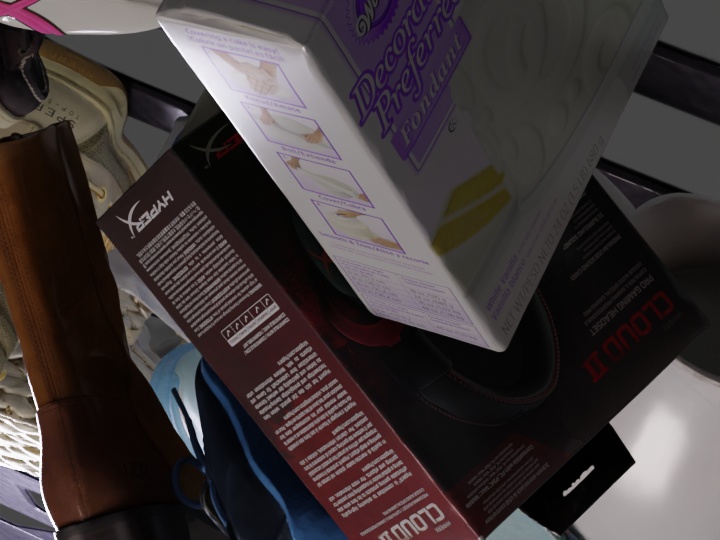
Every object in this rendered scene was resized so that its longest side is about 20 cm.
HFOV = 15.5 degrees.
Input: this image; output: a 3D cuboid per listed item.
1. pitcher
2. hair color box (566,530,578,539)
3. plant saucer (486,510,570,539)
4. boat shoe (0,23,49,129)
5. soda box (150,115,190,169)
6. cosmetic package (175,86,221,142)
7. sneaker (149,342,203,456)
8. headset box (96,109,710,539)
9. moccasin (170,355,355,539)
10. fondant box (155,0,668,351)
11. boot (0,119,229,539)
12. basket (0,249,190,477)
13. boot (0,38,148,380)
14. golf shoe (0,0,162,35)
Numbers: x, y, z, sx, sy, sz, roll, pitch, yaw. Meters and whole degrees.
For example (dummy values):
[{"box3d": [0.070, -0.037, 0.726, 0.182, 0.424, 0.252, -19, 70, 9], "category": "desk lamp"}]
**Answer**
[{"box3d": [0.118, 0.036, 1.128, 0.171, 0.121, 0.200, 35, 153, 12], "category": "pitcher"}, {"box3d": [0.181, 0.115, 1.265, 0.200, 0.099, 0.061, 30, 163, -8], "category": "hair color box"}, {"box3d": [0.030, 0.122, 1.222, 0.201, 0.039, 0.201, 22, 144, 17], "category": "plant saucer"}, {"box3d": [-0.154, -0.125, 1.124, 0.065, 0.072, 0.200, -19, 153, -2], "category": "boat shoe"}, {"box3d": [-0.015, 0.004, 1.291, 0.200, 0.064, 0.068, 36, 160, -29], "category": "soda box"}, {"box3d": [0.000, 0.000, 1.197, 0.071, 0.105, 0.200, 5, 153, 49], "category": "cosmetic package"}, {"box3d": [-0.025, 0.098, 1.342, 0.200, 0.080, 0.130, 47, 154, -24], "category": "sneaker"}, {"box3d": [0.025, 0.009, 0.991, 0.200, 0.149, 0.075, 52, 145, 0], "category": "headset box"}, {"box3d": [-0.042, 0.083, 1.078, 0.080, 0.068, 0.200, 14, -163, -7], "category": "moccasin"}, {"box3d": [0.025, -0.083, 0.860, 0.058, 0.145, 0.200, 17, 160, 30], "category": "fondant box"}, {"box3d": [-0.116, 0.035, 1.154, 0.068, 0.200, 0.188, -18, 179, 17], "category": "boot"}, {"box3d": [-0.197, 0.046, 1.568, 0.200, 0.124, 0.136, 14, 159, 32], "category": "basket"}, {"box3d": [-0.169, -0.010, 1.318, 0.073, 0.156, 0.200, 25, 162, 5], "category": "boot"}, {"box3d": [-0.140, -0.131, 1.001, 0.200, 0.073, 0.092, 18, -171, -35], "category": "golf shoe"}]
